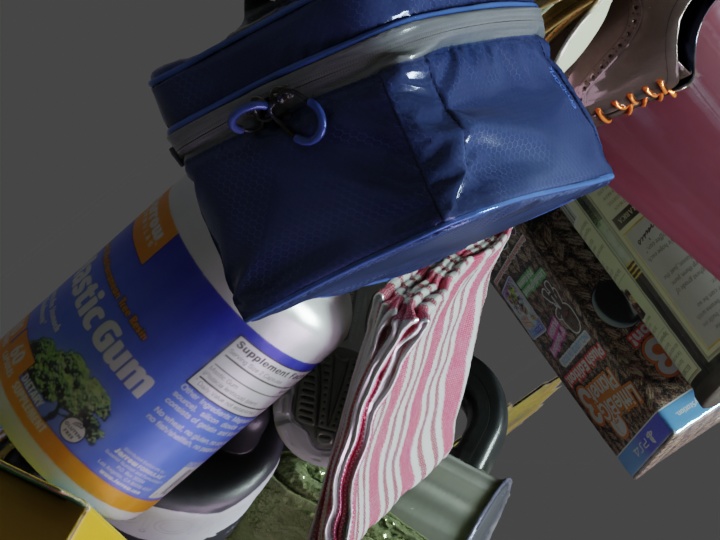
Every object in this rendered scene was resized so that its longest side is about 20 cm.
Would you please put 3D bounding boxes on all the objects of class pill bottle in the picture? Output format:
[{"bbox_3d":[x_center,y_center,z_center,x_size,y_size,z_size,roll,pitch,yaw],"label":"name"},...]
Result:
[{"bbox_3d":[-0.076,0.019,1.369,0.200,0.112,0.112,-41,167,16],"label":"pill bottle"}]

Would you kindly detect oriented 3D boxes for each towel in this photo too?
[{"bbox_3d":[0.031,0.058,1.437,0.200,0.030,0.146,-36,145,-66],"label":"towel"},{"bbox_3d":[0.009,0.197,1.671,0.036,0.200,0.148,-54,175,-43],"label":"towel"}]

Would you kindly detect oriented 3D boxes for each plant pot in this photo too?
[{"bbox_3d":[0.204,-0.093,1.550,0.200,0.179,0.200,-35,168,-8],"label":"plant pot"}]

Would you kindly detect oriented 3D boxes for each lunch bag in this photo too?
[{"bbox_3d":[0.003,-0.067,1.214,0.136,0.132,0.200,-24,176,27],"label":"lunch bag"}]

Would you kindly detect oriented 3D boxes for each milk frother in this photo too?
[{"bbox_3d":[-0.008,0.106,1.706,0.181,0.188,0.200,-63,170,-1],"label":"milk frother"}]

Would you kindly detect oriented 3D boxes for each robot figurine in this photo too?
[{"bbox_3d":[-0.114,0.095,1.546,0.200,0.150,0.125,125,-17,-58],"label":"robot figurine"}]

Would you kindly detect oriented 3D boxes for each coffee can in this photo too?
[{"bbox_3d":[0.208,-0.039,1.719,0.146,0.200,0.146,-34,169,-8],"label":"coffee can"}]

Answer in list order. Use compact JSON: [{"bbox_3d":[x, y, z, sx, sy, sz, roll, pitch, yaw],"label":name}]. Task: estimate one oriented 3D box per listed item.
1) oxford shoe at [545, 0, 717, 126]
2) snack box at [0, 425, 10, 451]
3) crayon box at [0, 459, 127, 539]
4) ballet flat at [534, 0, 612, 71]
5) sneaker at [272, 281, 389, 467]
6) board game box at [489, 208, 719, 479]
[{"bbox_3d":[0.124,-0.101,1.435,0.200,0.073,0.071,-55,164,12],"label":"oxford shoe"},{"bbox_3d":[-0.222,0.101,1.496,0.072,0.024,0.200,-24,164,-47],"label":"snack box"},{"bbox_3d":[-0.174,0.129,1.388,0.051,0.127,0.200,-61,158,-13],"label":"crayon box"},{"bbox_3d":[0.060,-0.104,1.386,0.200,0.063,0.069,-42,166,30],"label":"ballet flat"},{"bbox_3d":[0.000,0.000,1.502,0.099,0.078,0.200,-100,-150,-84],"label":"sneaker"},{"bbox_3d":[0.192,0.003,1.840,0.159,0.200,0.097,-32,168,-20],"label":"board game box"}]
